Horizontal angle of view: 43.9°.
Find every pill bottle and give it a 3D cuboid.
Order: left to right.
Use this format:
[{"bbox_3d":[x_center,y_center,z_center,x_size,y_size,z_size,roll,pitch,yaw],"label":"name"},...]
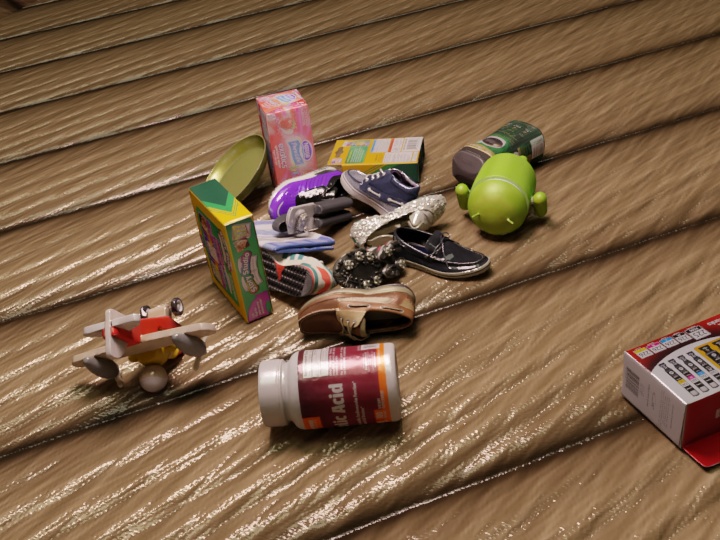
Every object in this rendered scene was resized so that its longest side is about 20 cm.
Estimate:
[{"bbox_3d":[-0.043,0.170,1.300,0.198,0.115,0.115,-6,33,4],"label":"pill bottle"}]

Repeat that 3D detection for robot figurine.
[{"bbox_3d":[0.271,-0.147,1.710,0.174,0.116,0.200,9,37,16],"label":"robot figurine"}]

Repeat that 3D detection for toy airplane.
[{"bbox_3d":[-0.342,0.124,1.414,0.198,0.142,0.200,-12,-2,-29],"label":"toy airplane"}]

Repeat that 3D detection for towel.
[{"bbox_3d":[-0.159,-0.067,1.707,0.146,0.024,0.199,-5,18,-38],"label":"towel"}]

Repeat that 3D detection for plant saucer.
[{"bbox_3d":[-0.265,-0.202,1.915,0.199,0.031,0.201,-31,38,28],"label":"plant saucer"}]

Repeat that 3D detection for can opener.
[{"bbox_3d":[-0.089,-0.112,1.741,0.066,0.053,0.199,18,22,34],"label":"can opener"}]

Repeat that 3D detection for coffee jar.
[{"bbox_3d":[0.288,-0.239,1.874,0.199,0.086,0.104,-30,42,-31],"label":"coffee jar"}]

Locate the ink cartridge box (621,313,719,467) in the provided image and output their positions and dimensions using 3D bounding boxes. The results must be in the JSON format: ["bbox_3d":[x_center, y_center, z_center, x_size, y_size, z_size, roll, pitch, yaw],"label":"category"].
[{"bbox_3d":[0.495,0.157,1.230,0.199,0.084,0.176,-19,35,-17],"label":"ink cartridge box"}]

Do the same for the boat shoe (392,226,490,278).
[{"bbox_3d":[0.141,-0.035,1.621,0.199,0.063,0.075,15,38,29],"label":"boat shoe"}]

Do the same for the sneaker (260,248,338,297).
[{"bbox_3d":[-0.121,0.004,1.631,0.093,0.071,0.199,-1,12,-42],"label":"sneaker"}]

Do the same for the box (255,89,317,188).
[{"bbox_3d":[-0.154,-0.270,1.913,0.094,0.201,0.103,-15,33,-11],"label":"box"}]

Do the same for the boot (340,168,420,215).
[{"bbox_3d":[0.042,-0.174,1.790,0.072,0.091,0.200,-19,45,-43],"label":"boot"}]

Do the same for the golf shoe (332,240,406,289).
[{"bbox_3d":[0.000,0.000,1.569,0.088,0.078,0.199,-12,2,34],"label":"golf shoe"}]

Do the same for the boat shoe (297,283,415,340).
[{"bbox_3d":[-0.005,0.075,1.475,0.198,0.076,0.074,-12,42,5],"label":"boat shoe"}]

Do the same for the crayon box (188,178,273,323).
[{"bbox_3d":[-0.227,-0.036,1.575,0.058,0.201,0.172,-23,36,-21],"label":"crayon box"}]

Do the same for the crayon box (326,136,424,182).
[{"bbox_3d":[0.037,-0.241,1.965,0.198,0.052,0.126,0,34,11],"label":"crayon box"}]

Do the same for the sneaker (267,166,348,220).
[{"bbox_3d":[-0.095,-0.153,1.844,0.199,0.070,0.099,-31,42,-30],"label":"sneaker"}]

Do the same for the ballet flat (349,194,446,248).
[{"bbox_3d":[0.079,-0.083,1.707,0.199,0.072,0.072,-20,34,-3],"label":"ballet flat"}]
